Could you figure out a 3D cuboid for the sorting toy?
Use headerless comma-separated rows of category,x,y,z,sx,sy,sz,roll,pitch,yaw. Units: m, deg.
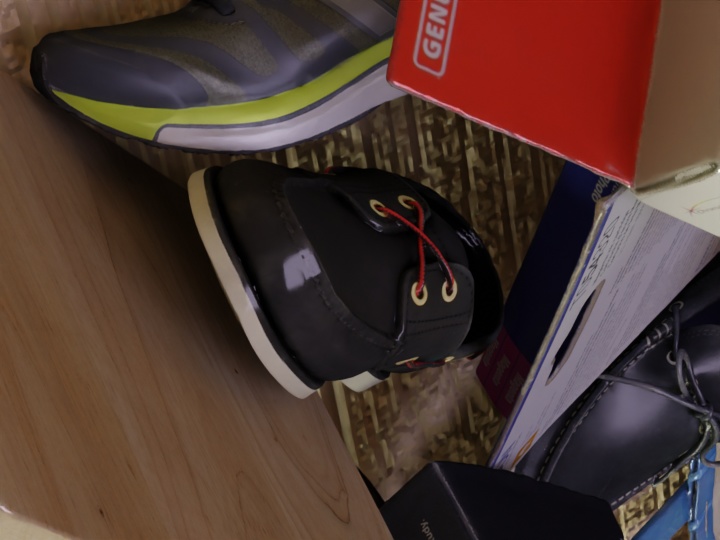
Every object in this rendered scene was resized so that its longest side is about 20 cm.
sorting toy,-0.084,0.036,0.610,0.070,0.200,0.199,-40,141,14

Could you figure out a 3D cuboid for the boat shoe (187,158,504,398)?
boat shoe,-0.001,-0.003,0.686,0.063,0.074,0.201,-24,170,11

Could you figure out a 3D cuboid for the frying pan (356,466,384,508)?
frying pan,0.016,0.141,0.855,0.190,0.031,0.115,28,88,-43

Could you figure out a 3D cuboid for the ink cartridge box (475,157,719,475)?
ink cartridge box,0.099,-0.033,0.755,0.200,0.043,0.197,-41,163,-32

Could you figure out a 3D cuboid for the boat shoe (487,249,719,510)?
boat shoe,0.120,0.041,0.866,0.200,0.062,0.075,-42,133,-25

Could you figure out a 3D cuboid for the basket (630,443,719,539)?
basket,0.198,0.114,0.906,0.200,0.176,0.139,-48,139,-42

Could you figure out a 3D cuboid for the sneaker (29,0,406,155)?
sneaker,-0.007,-0.092,0.683,0.199,0.074,0.081,-18,114,-20

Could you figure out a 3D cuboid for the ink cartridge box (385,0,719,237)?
ink cartridge box,0.104,-0.115,0.638,0.173,0.044,0.201,22,69,-30

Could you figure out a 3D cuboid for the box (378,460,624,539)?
box,0.019,0.185,0.751,0.200,0.148,0.104,-44,143,23
